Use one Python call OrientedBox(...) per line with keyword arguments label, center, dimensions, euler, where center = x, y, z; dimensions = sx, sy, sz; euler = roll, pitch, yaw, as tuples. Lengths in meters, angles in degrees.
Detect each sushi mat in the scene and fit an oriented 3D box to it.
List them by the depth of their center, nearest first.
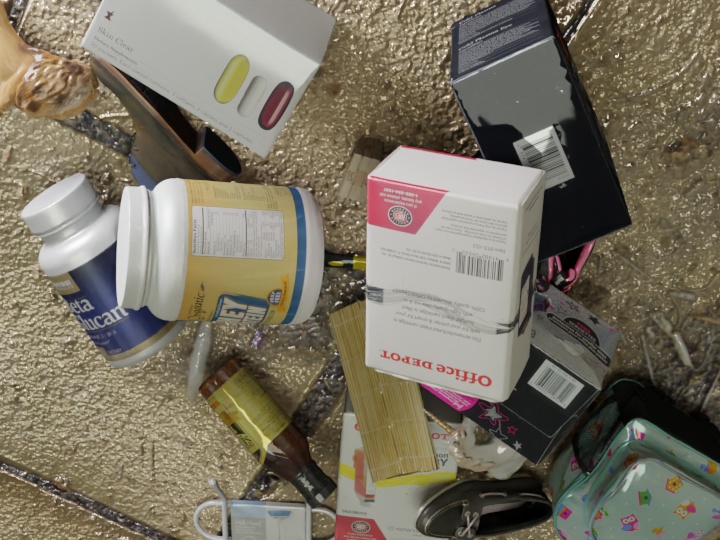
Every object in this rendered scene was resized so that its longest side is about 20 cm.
OrientedBox(label="sushi mat", center=(0.026, 0.132, 1.213), dimensions=(0.095, 0.012, 0.203), euler=(-17, 86, 37))

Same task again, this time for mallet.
OrientedBox(label="mallet", center=(0.000, 0.000, 1.230), dimensions=(0.197, 0.041, 0.067), euler=(-1, 121, 11))

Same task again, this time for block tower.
OrientedBox(label="block tower", center=(0.081, -0.084, 1.164), dimensions=(0.198, 0.054, 0.058), euler=(18, 119, -6))

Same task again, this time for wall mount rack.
OrientedBox(label="wall mount rack", center=(-0.123, 0.320, 1.386), dimensions=(0.197, 0.075, 0.176), euler=(2, 117, 3))

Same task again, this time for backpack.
OrientedBox(label="backpack", center=(0.319, 0.257, 1.275), dimensions=(0.174, 0.154, 0.201), euler=(28, 123, -16))

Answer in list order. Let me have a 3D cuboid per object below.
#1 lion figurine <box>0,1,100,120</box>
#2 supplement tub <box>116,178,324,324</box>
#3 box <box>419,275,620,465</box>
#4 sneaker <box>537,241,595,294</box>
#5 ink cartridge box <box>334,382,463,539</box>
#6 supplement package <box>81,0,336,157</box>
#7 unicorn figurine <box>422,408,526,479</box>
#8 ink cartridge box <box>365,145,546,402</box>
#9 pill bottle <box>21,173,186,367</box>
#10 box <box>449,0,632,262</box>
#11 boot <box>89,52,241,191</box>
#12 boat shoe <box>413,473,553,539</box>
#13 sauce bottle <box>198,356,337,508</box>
OrientedBox(label="lion figurine", center=(-0.369, -0.227, 1.116), dimensions=(0.122, 0.073, 0.201), euler=(-33, 109, 18))
OrientedBox(label="supplement tub", center=(-0.148, -0.019, 1.130), dimensions=(0.197, 0.145, 0.146), euler=(3, 120, -18))
OrientedBox(label="box", center=(0.148, 0.075, 1.133), dimensions=(0.199, 0.115, 0.133), euler=(34, 126, 4))
OrientedBox(label="sneaker", center=(0.205, 0.001, 1.176), dimensions=(0.078, 0.096, 0.202), euler=(16, 120, -6))
OrientedBox(label="ink cartridge box", center=(0.044, 0.235, 1.321), dimensions=(0.143, 0.084, 0.202), euler=(5, 118, 2))
OrientedBox(label="supplement package", center=(-0.138, -0.230, 1.046), dimensions=(0.199, 0.156, 0.111), euler=(30, 116, -11))
OrientedBox(label="unicorn figurine", center=(0.165, 0.193, 1.237), dimensions=(0.137, 0.074, 0.201), euler=(-33, 142, -9))
OrientedBox(label="ink cartridge box", center=(0.084, 0.003, 0.999), dimensions=(0.143, 0.084, 0.202), euler=(13, 121, 21))
OrientedBox(label="pill bottle", center=(-0.286, -0.001, 1.207), dimensions=(0.110, 0.111, 0.201), euler=(-23, 114, 16))
OrientedBox(label="box", center=(0.171, -0.146, 1.050), dimensions=(0.103, 0.183, 0.201), euler=(-22, 115, 15))
OrientedBox(label="boot", center=(-0.229, -0.141, 1.149), dimensions=(0.097, 0.075, 0.200), euler=(-40, 110, 19))
OrientedBox(label="boat shoe", center=(0.153, 0.286, 1.294), dimensions=(0.198, 0.057, 0.068), euler=(-4, 119, -38))
OrientedBox(label="sauce bottle", center=(-0.108, 0.195, 1.292), dimensions=(0.066, 0.066, 0.200), euler=(-43, 86, 24))
